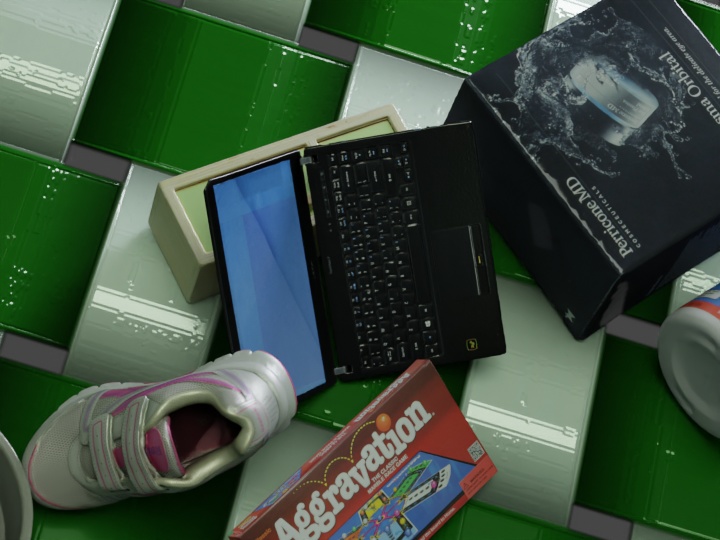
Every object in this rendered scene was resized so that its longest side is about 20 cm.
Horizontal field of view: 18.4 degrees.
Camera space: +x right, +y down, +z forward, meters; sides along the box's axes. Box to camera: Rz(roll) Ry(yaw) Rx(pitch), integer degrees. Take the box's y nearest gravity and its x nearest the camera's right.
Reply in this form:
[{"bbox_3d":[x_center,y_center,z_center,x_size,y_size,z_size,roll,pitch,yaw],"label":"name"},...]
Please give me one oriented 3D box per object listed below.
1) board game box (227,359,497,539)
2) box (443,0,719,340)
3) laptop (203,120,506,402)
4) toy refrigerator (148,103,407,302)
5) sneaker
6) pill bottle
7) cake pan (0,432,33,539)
[{"bbox_3d":[0.005,0.163,1.565,0.200,0.019,0.103,-41,109,-27],"label":"board game box"},{"bbox_3d":[0.198,-0.090,1.714,0.200,0.118,0.197,-31,74,-24],"label":"box"},{"bbox_3d":[0.000,0.000,1.581,0.199,0.103,0.178,-9,101,-2],"label":"laptop"},{"bbox_3d":[-0.051,-0.053,1.662,0.199,0.070,0.076,-20,69,-22],"label":"toy refrigerator"},{"bbox_3d":[-0.145,0.113,1.507,0.199,0.088,0.082,-22,98,11],"label":"sneaker"},{"bbox_3d":[0.332,0.037,1.683,0.199,0.112,0.112,-30,74,-25],"label":"pill bottle"},{"bbox_3d":[-0.321,0.167,1.489,0.199,0.037,0.201,8,54,-12],"label":"cake pan"}]
